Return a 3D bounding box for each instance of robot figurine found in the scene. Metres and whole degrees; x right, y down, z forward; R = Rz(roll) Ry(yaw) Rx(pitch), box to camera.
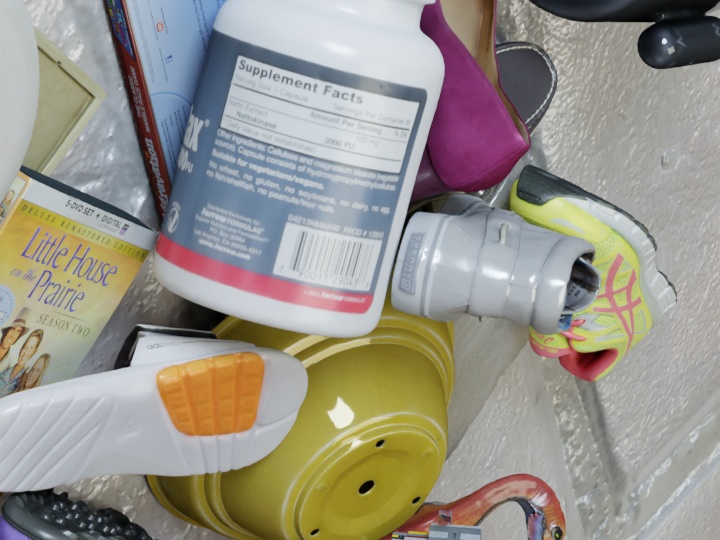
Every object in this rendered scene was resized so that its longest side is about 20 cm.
[{"bbox_3d":[0.155,-0.201,1.344,0.200,0.125,0.150,-8,118,-54],"label":"robot figurine"}]

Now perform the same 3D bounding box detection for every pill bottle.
[{"bbox_3d":[-0.024,-0.078,1.191,0.120,0.120,0.200,5,103,-51],"label":"pill bottle"}]

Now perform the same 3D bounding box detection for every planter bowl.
[{"bbox_3d":[-0.014,0.098,1.341,0.200,0.083,0.200,-21,138,-20],"label":"planter bowl"}]

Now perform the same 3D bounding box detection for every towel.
[{"bbox_3d":[0.057,0.034,1.471,0.200,0.034,0.133,-54,145,-10],"label":"towel"}]

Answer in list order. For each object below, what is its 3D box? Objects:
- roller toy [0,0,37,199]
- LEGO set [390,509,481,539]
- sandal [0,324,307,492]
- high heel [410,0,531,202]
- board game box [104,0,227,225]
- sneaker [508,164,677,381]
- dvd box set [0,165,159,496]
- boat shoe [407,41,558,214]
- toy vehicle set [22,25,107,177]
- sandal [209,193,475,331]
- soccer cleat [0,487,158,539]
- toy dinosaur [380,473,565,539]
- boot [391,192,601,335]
[{"bbox_3d":[-0.233,-0.081,0.949,0.182,0.140,0.200,-40,140,-9],"label":"roller toy"},{"bbox_3d":[0.007,0.216,1.358,0.116,0.154,0.200,-77,159,-45],"label":"LEGO set"},{"bbox_3d":[-0.118,0.061,1.214,0.207,0.059,0.079,-3,128,-39],"label":"sandal"},{"bbox_3d":[0.067,-0.125,1.267,0.067,0.096,0.200,32,55,-37],"label":"high heel"},{"bbox_3d":[-0.077,-0.116,1.223,0.103,0.019,0.200,-37,138,-27],"label":"board game box"},{"bbox_3d":[0.131,0.010,1.452,0.090,0.078,0.200,-53,144,-8],"label":"sneaker"},{"bbox_3d":[-0.186,0.048,1.160,0.200,0.029,0.146,-58,159,1],"label":"dvd box set"},{"bbox_3d":[0.049,-0.077,1.338,0.200,0.065,0.072,-30,94,-37],"label":"boat shoe"},{"bbox_3d":[-0.214,-0.036,1.108,0.200,0.027,0.124,-55,143,-7],"label":"toy vehicle set"},{"bbox_3d":[0.000,0.000,1.361,0.200,0.055,0.082,-36,136,-28],"label":"sandal"},{"bbox_3d":[-0.149,0.160,1.245,0.073,0.068,0.200,-56,167,-4],"label":"soccer cleat"},{"bbox_3d":[0.037,0.180,1.441,0.181,0.105,0.200,-36,164,3],"label":"toy dinosaur"},{"bbox_3d":[0.080,0.004,1.273,0.200,0.096,0.074,-26,130,-78],"label":"boot"}]
